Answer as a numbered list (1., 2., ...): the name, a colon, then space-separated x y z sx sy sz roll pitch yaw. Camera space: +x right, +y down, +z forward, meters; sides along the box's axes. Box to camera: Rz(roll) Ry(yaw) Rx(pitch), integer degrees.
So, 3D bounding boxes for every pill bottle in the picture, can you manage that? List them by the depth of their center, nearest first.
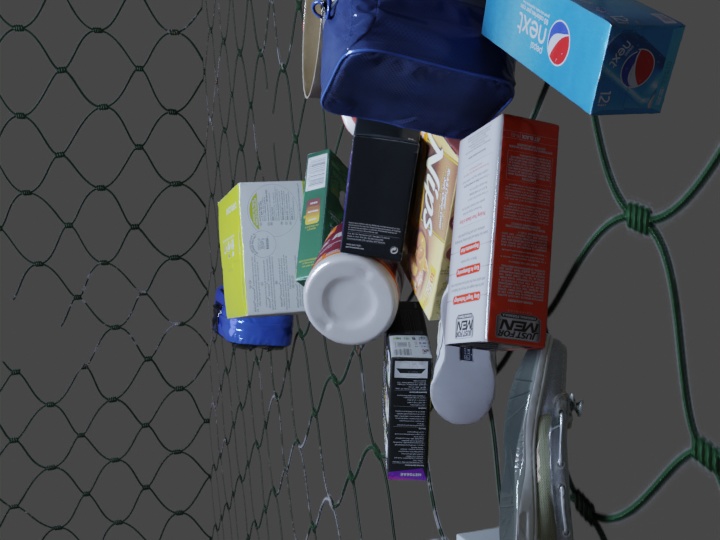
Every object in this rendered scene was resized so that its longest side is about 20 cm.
1. pill bottle: 0.000 0.000 1.118 0.200 0.113 0.116 -71 -14 -67

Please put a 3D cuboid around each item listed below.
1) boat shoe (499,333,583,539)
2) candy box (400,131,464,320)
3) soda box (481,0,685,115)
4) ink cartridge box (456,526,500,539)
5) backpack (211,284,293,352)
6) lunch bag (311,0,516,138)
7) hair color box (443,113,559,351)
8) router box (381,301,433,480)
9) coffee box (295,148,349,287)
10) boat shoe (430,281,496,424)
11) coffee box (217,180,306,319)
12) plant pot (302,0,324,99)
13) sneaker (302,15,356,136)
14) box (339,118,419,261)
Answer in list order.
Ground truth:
1. boat shoe: 0.165 0.159 0.793 0.074 0.064 0.205 116 162 -74
2. candy box: 0.096 -0.060 0.986 0.116 0.055 0.202 -116 28 -52
3. soda box: 0.168 -0.192 0.715 0.201 0.063 0.069 -119 30 -54
4. ink cartridge box: 0.156 0.360 0.831 0.146 0.082 0.203 -173 80 -71
5. backpack: -0.226 0.082 1.876 0.200 0.160 0.170 -149 60 -70
6. lunch bag: 0.048 -0.224 0.859 0.136 0.197 0.134 139 138 -66
7. hair color box: 0.128 -0.030 0.824 0.101 0.060 0.203 161 116 -73
8. router box: 0.054 0.138 1.083 0.200 0.050 0.151 -91 2 -74
9. coffee box: -0.039 -0.055 1.266 0.123 0.043 0.203 41 -134 -54
10. boat shoe: 0.112 0.077 0.951 0.066 0.071 0.202 -67 -23 -50
11. coffee box: -0.114 -0.030 1.430 0.199 0.195 0.203 166 100 -72
12. plant pot: 0.006 -0.305 1.075 0.200 0.132 0.203 -178 90 -81
13. sneaker: -0.002 -0.290 1.218 0.202 0.078 0.115 62 149 1
14. box: 0.024 -0.121 1.066 0.201 0.078 0.143 -84 4 -64
